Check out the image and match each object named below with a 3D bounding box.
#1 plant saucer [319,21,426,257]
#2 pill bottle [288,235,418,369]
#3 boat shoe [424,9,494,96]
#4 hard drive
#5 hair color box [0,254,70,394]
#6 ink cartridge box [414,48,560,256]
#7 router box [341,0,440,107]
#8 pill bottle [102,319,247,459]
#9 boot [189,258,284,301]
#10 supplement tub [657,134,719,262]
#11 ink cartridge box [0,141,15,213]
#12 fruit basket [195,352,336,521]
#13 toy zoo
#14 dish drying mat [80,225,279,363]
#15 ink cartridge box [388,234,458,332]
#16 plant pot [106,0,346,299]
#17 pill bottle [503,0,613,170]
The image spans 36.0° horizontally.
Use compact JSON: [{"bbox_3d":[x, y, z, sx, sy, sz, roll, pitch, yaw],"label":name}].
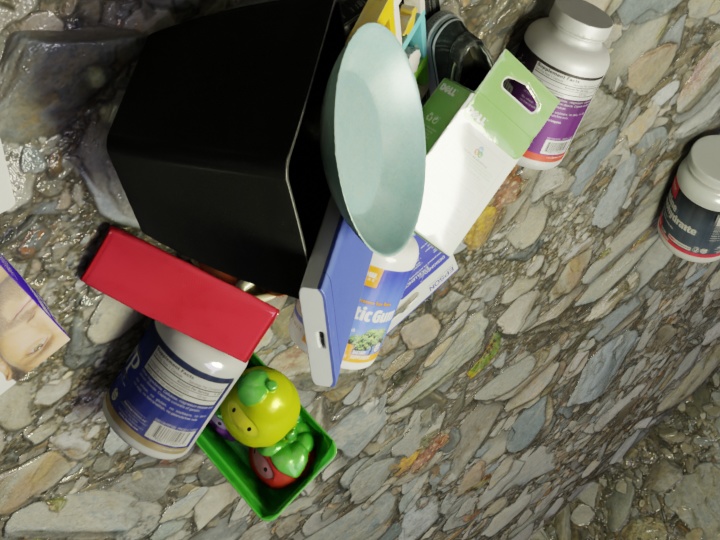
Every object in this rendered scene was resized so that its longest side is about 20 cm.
[{"bbox_3d":[0.005,-0.112,0.969,0.201,0.038,0.204,-2,90,-65],"label":"plant saucer"},{"bbox_3d":[0.000,0.000,1.249,0.111,0.112,0.202,-4,123,-48],"label":"pill bottle"},{"bbox_3d":[0.116,-0.193,1.194,0.072,0.071,0.200,-41,148,-1],"label":"boat shoe"},{"bbox_3d":[-0.016,-0.013,1.026,0.133,0.025,0.201,85,16,-47],"label":"hard drive"},{"bbox_3d":[-0.365,0.036,1.027,0.109,0.065,0.200,-39,152,-10],"label":"hair color box"},{"bbox_3d":[0.105,-0.127,1.145,0.103,0.059,0.201,33,95,-37],"label":"ink cartridge box"},{"bbox_3d":[0.012,-0.225,1.163,0.149,0.062,0.201,-38,150,-16],"label":"router box"},{"bbox_3d":[-0.197,0.104,1.263,0.119,0.120,0.201,9,121,-55],"label":"pill bottle"},{"bbox_3d":[-0.094,-0.010,1.263,0.199,0.107,0.076,-13,137,-45],"label":"boot"},{"bbox_3d":[0.618,-0.125,1.965,0.140,0.140,0.201,-28,147,-26],"label":"supplement tub"},{"bbox_3d":[-0.383,-0.067,0.866,0.199,0.068,0.117,-28,147,-26],"label":"ink cartridge box"},{"bbox_3d":[-0.130,0.188,1.367,0.156,0.216,0.215,-45,151,3],"label":"fruit basket"},{"bbox_3d":[0.028,-0.207,1.066,0.132,0.020,0.201,-60,158,-29],"label":"toy zoo"},{"bbox_3d":[-0.188,0.026,1.161,0.199,0.018,0.077,28,111,-20],"label":"dish drying mat"},{"bbox_3d":[0.029,0.002,1.416,0.197,0.047,0.200,-41,151,-10],"label":"ink cartridge box"},{"bbox_3d":[-0.112,-0.114,0.992,0.201,0.175,0.201,82,18,-57],"label":"plant pot"},{"bbox_3d":[0.238,-0.234,1.384,0.112,0.112,0.201,-15,139,-41],"label":"pill bottle"}]
